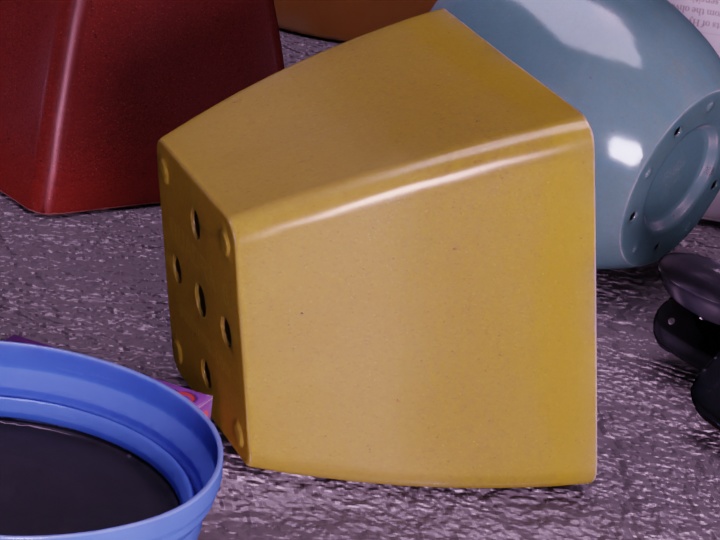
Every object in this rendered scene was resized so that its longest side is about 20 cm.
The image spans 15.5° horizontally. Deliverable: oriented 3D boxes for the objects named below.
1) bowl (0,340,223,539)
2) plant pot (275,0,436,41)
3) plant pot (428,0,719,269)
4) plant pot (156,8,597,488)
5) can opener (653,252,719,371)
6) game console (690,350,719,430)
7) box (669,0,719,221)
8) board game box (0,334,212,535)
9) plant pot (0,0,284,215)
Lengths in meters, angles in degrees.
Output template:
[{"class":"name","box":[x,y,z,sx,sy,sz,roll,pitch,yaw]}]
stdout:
[{"class":"bowl","box":[-0.162,0.088,1.172,0.200,0.039,0.201,7,21,-3]},{"class":"plant pot","box":[-0.003,-0.300,2.145,0.200,0.184,0.200,8,20,-3]},{"class":"plant pot","box":[0.139,-0.093,1.651,0.161,0.201,0.200,34,30,27]},{"class":"plant pot","box":[0.000,0.000,1.355,0.176,0.200,0.200,-12,26,-17]},{"class":"can opener","box":[0.248,0.057,1.476,0.200,0.063,0.079,32,2,28]},{"class":"game console","box":[0.275,0.012,1.362,0.200,0.119,0.172,-45,48,-9]},{"class":"box","box":[0.258,-0.142,1.842,0.200,0.172,0.199,10,20,5]},{"class":"board game box","box":[-0.168,0.087,1.263,0.120,0.032,0.200,12,21,22]},{"class":"plant pot","box":[-0.166,-0.159,1.711,0.200,0.177,0.200,-7,26,-38]}]
